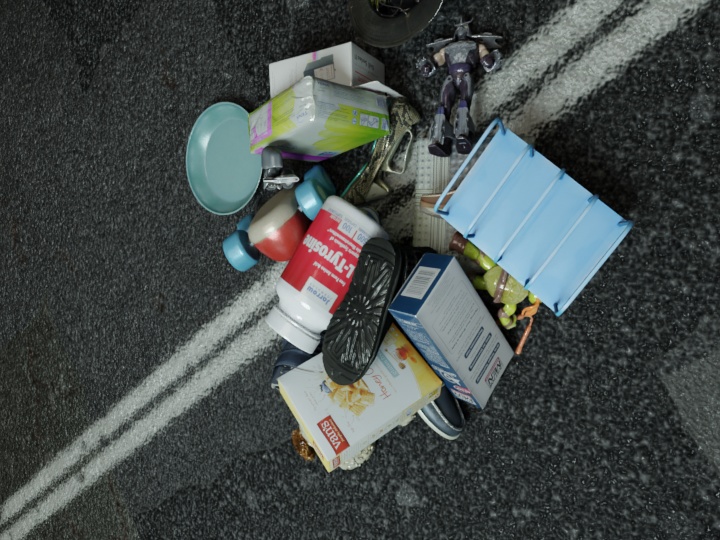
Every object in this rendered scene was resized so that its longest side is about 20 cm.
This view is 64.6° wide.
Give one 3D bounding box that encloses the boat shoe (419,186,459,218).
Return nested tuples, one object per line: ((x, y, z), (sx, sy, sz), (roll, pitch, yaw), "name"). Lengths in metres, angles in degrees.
((0.178, -0.107, 0.791), (0.192, 0.075, 0.075), (-1, 88, 17), "boat shoe")

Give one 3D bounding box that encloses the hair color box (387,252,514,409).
((0.128, 0.084, 0.777), (0.060, 0.202, 0.101), (10, 54, 52), "hair color box")

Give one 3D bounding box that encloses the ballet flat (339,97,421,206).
((0.034, -0.167, 0.904), (0.074, 0.068, 0.204), (31, 108, 2), "ballet flat")

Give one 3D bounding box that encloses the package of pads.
((-0.071, -0.224, 0.868), (0.197, 0.151, 0.071), (-8, 84, 51), "package of pads")

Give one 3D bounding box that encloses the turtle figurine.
((0.191, 0.020, 0.792), (0.157, 0.064, 0.206), (20, 124, 19), "turtle figurine")

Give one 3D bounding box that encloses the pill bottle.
((-0.051, 0.008, 0.818), (0.110, 0.112, 0.204), (30, 87, 23), "pill bottle")

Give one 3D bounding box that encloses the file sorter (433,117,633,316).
((0.202, -0.063, 0.681), (0.199, 0.122, 0.140), (40, 105, 12), "file sorter")

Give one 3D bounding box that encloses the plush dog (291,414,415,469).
((-0.025, 0.219, 0.898), (0.200, 0.170, 0.162), (-45, 73, 25), "plush dog")

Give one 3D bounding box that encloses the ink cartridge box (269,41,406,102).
((-0.035, -0.298, 0.898), (0.194, 0.116, 0.070), (-1, 91, 29), "ink cartridge box")

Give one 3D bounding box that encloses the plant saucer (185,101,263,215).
((-0.249, -0.209, 1.075), (0.194, 0.036, 0.209), (3, 95, 31), "plant saucer")

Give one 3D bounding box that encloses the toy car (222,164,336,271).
((-0.093, -0.031, 0.955), (0.181, 0.178, 0.203), (-31, 107, 14), "toy car")

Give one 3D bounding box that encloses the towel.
((0.166, -0.096, 0.852), (0.186, 0.034, 0.209), (5, 94, 27), "towel")

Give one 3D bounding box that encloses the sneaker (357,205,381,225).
((0.000, 0.000, 0.921), (0.072, 0.082, 0.208), (-11, 90, 28), "sneaker")

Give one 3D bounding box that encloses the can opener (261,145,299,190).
((-0.128, -0.161, 0.887), (0.051, 0.200, 0.070), (-5, 104, -9), "can opener")

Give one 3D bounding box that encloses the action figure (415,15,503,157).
((0.141, -0.271, 0.816), (0.126, 0.069, 0.208), (1, 80, 35), "action figure")

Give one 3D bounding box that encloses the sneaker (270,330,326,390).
((-0.067, 0.125, 0.894), (0.076, 0.149, 0.201), (35, 136, -21), "sneaker")

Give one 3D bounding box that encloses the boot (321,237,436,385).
((0.039, 0.061, 0.811), (0.078, 0.156, 0.217), (29, 100, 31), "boot")

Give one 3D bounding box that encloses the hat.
((0.074, -0.427, 0.850), (0.195, 0.080, 0.210), (1, 92, 38), "hat")

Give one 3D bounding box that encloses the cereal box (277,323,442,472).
((-0.001, 0.165, 0.805), (0.144, 0.196, 0.040), (47, 152, 32), "cereal box")

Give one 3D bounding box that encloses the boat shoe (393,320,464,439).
((0.106, 0.157, 0.879), (0.062, 0.073, 0.204), (-45, 63, 36), "boat shoe")
